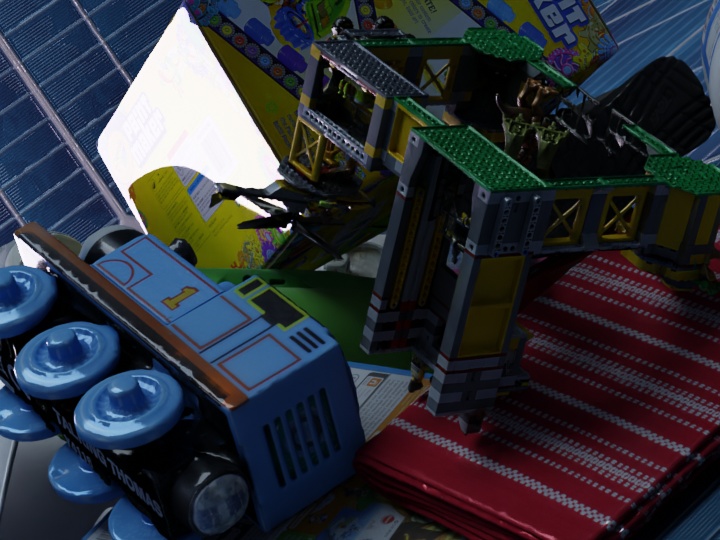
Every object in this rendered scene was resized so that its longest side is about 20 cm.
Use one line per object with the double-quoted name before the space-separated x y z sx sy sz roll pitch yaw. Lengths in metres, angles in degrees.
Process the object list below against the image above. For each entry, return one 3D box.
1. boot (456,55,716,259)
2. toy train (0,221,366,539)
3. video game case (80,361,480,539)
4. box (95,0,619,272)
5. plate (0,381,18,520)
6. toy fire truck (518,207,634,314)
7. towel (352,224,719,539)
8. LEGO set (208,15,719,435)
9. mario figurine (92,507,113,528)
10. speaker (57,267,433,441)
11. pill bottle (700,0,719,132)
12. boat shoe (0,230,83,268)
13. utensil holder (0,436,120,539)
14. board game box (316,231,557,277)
"boot" 0.086 -0.035 1.349 0.199 0.070 0.131 -24 -5 -42
"toy train" -0.088 0.043 1.107 0.114 0.087 0.200 -29 38 -22
"video game case" -0.002 0.091 1.087 0.199 0.018 0.143 7 38 38
"box" -0.007 -0.087 1.334 0.192 0.122 0.200 -28 -7 -25
"plate" -0.241 0.114 1.193 0.199 0.032 0.200 -13 38 14
"toy fire truck" 0.118 0.015 1.280 0.199 0.049 0.141 -33 7 15
"towel" 0.107 0.043 1.049 0.200 0.023 0.144 -38 34 -23
"LEGO set" 0.048 -0.015 1.082 0.153 0.116 0.200 -10 33 -41
"mario figurine" -0.059 0.119 1.150 0.200 0.123 0.107 -72 -1 -68
"speaker" -0.051 0.045 1.265 0.199 0.089 0.088 1 -12 -28
"pill bottle" 0.224 -0.095 1.273 0.112 0.113 0.200 -33 8 12
"boat shoe" -0.181 0.080 1.428 0.070 0.202 0.071 5 -5 -31
"utensil holder" -0.199 0.166 1.286 0.200 0.170 0.170 -36 7 -22
"board game box" 0.000 0.000 1.431 0.200 0.200 0.026 -38 -31 -27
